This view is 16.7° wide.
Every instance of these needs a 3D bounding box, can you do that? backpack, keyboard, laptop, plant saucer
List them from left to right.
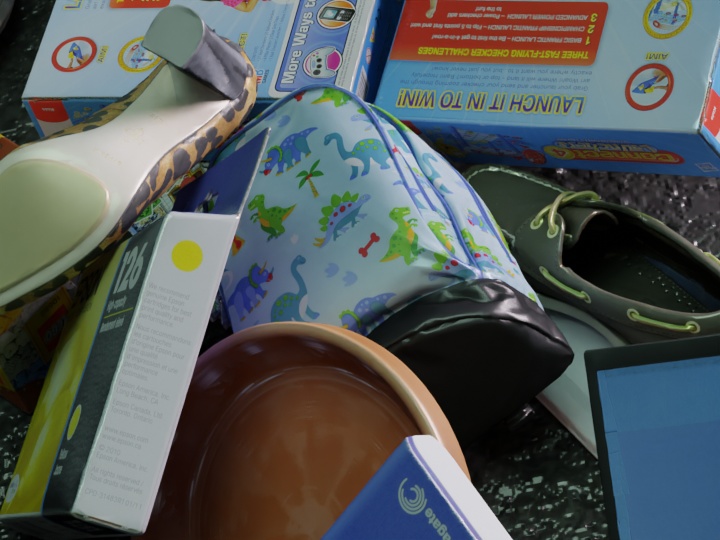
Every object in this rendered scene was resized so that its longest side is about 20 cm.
[{"bbox_3d":[-0.026,0.125,1.158,0.200,0.032,0.201,0,89,38],"label":"plant saucer"},{"bbox_3d":[0.000,0.000,1.261,0.163,0.154,0.200,-37,33,21],"label":"backpack"},{"bbox_3d":[0.128,0.064,1.252,0.056,0.011,0.200,-31,51,-16],"label":"keyboard"},{"bbox_3d":[0.178,0.124,0.962,0.177,0.103,0.200,-8,38,16],"label":"laptop"}]

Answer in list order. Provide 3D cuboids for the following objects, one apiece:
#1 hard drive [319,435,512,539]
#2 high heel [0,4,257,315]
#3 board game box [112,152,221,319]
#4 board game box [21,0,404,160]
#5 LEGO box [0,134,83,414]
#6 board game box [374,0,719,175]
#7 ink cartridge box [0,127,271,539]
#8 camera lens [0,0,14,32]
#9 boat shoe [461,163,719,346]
[{"bbox_3d":[0.004,0.189,1.085,0.200,0.025,0.132,-52,59,26],"label":"hard drive"},{"bbox_3d":[-0.128,-0.042,1.266,0.071,0.143,0.200,40,90,12],"label":"high heel"},{"bbox_3d":[-0.065,-0.064,1.397,0.105,0.023,0.200,17,60,29],"label":"board game box"},{"bbox_3d":[-0.073,-0.156,1.421,0.195,0.056,0.200,2,54,18],"label":"board game box"},{"bbox_3d":[-0.244,-0.032,1.340,0.200,0.149,0.077,30,66,33],"label":"LEGO box"},{"bbox_3d":[0.126,-0.155,1.329,0.200,0.056,0.196,5,70,33],"label":"board game box"},{"bbox_3d":[-0.114,0.032,1.202,0.047,0.198,0.200,18,78,-14],"label":"ink cartridge box"},{"bbox_3d":[-0.304,-0.211,1.464,0.160,0.200,0.160,-8,51,10],"label":"camera lens"},{"bbox_3d":[0.123,-0.008,1.269,0.072,0.060,0.202,-34,51,-27],"label":"boat shoe"}]
